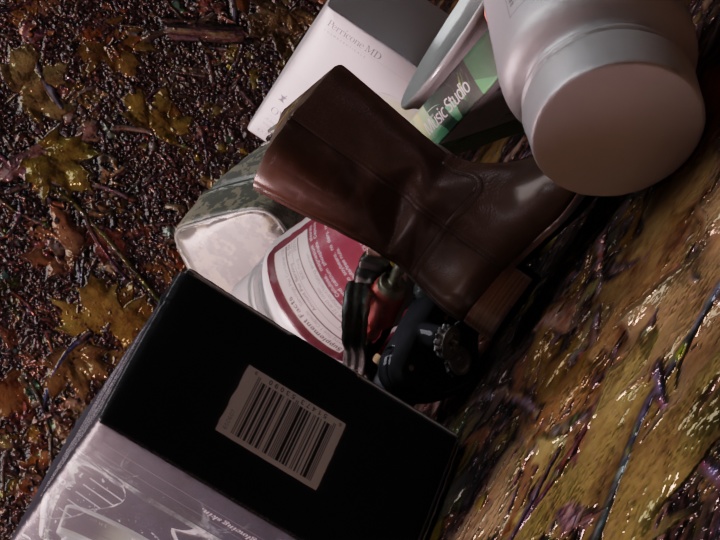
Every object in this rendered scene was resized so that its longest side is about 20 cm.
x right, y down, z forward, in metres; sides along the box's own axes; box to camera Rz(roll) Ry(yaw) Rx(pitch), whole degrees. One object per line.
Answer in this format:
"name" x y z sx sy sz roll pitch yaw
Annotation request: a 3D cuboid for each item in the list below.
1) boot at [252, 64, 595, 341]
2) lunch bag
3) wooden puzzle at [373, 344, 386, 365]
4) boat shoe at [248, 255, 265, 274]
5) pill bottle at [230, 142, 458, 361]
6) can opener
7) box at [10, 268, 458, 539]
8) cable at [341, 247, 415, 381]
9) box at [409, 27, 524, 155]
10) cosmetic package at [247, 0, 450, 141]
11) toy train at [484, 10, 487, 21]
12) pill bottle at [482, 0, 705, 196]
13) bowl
"boot" 0.050 -0.083 0.961 0.187 0.200 0.064 -55 -12 1
"lunch bag" -0.061 -0.022 1.466 0.139 0.200 0.168 -16 25 33
"wooden puzzle" -0.004 0.082 1.275 0.200 0.046 0.185 -60 8 -16
"boat shoe" 0.000 -0.007 1.337 0.199 0.074 0.067 -17 -5 19
"pill bottle" 0.000 0.000 1.154 0.200 0.114 0.114 -35 19 32
"can opener" 0.068 0.008 1.020 0.078 0.063 0.200 5 55 48
"box" -0.081 0.136 0.945 0.197 0.200 0.124 -49 12 51
"cable" 0.011 0.053 1.060 0.097 0.050 0.201 -63 -15 -49
"box" 0.127 -0.150 1.127 0.144 0.036 0.200 -21 -15 -31
"cosmetic package" 0.018 -0.193 1.676 0.200 0.199 0.123 -52 9 40
"toy train" 0.133 -0.225 1.235 0.150 0.055 0.201 -49 -17 -79
"pill bottle" 0.130 -0.144 0.887 0.113 0.113 0.200 -52 29 37
"bowl" 0.128 -0.215 1.467 0.201 0.090 0.201 -56 8 11
